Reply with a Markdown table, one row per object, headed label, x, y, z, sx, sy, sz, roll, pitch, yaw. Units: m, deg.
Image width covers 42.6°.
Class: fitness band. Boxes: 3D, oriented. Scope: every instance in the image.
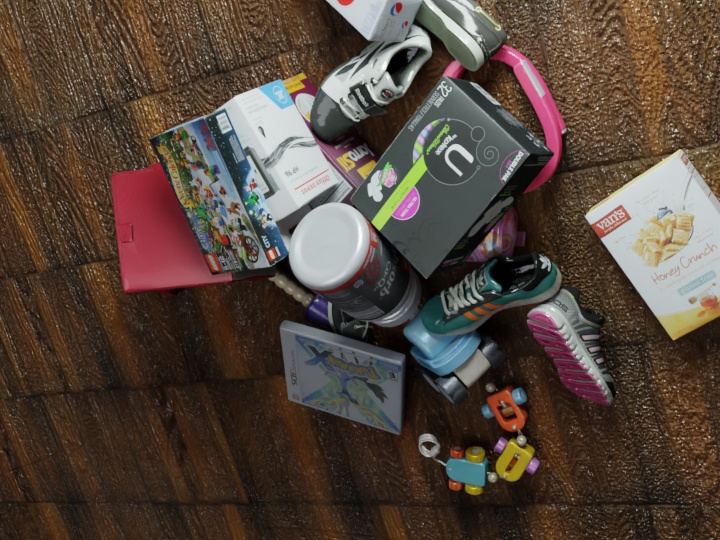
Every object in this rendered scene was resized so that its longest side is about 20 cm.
| label | x | y | z | sx | sy | sz | roll | pitch | yaw |
| --- | --- | --- | --- | --- | --- | --- | --- | --- | --- |
| fitness band | 0.185 | -0.198 | 1.214 | 0.143 | 0.037 | 0.202 | -25 | 97 | 37 |

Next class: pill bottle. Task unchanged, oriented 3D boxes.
| label | x | y | z | sx | sy | sz | roll | pitch | yaw |
| --- | --- | --- | --- | --- | --- | --- | --- | --- | --- |
| pill bottle | 0.000 | 0.000 | 1.227 | 0.115 | 0.200 | 0.117 | -11 | 65 | 25 |

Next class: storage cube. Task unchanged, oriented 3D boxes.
| label | x | y | z | sx | sy | sz | roll | pitch | yaw |
| --- | --- | --- | --- | --- | --- | --- | --- | --- | --- |
| storage cube | -0.244 | -0.066 | 1.380 | 0.177 | 0.171 | 0.203 | -5 | 90 | 16 |

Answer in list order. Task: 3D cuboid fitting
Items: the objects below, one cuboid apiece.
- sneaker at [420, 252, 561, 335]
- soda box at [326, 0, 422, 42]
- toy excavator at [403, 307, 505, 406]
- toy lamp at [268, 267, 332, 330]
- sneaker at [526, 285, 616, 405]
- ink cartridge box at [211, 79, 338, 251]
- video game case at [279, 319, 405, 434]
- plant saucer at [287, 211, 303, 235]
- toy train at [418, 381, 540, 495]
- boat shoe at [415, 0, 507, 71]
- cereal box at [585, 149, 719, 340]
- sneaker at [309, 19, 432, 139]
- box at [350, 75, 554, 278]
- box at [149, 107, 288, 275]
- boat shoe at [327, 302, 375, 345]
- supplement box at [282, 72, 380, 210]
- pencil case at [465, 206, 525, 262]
| label | x | y | z | sx | sy | sz | roll | pitch | yaw |
| --- | --- | --- | --- | --- | --- | --- | --- | --- | --- |
| sneaker | 0.160 | 0.023 | 1.216 | 0.198 | 0.080 | 0.072 | -24 | 57 | 20 |
| soda box | -0.013 | -0.375 | 1.186 | 0.200 | 0.068 | 0.064 | 50 | 129 | 28 |
| toy excavator | 0.090 | 0.072 | 1.325 | 0.100 | 0.194 | 0.201 | -41 | 104 | -7 |
| toy lamp | -0.113 | 0.022 | 1.460 | 0.199 | 0.058 | 0.059 | 37 | 124 | 11 |
| sneaker | 0.302 | 0.099 | 1.254 | 0.073 | 0.088 | 0.201 | 3 | 137 | 54 |
| ink cartridge box | -0.104 | -0.137 | 1.214 | 0.067 | 0.116 | 0.201 | -26 | 98 | 34 |
| video game case | -0.026 | 0.167 | 1.429 | 0.197 | 0.022 | 0.184 | 15 | 138 | 15 |
| plant saucer | -0.110 | -0.106 | 1.332 | 0.032 | 0.200 | 0.201 | -38 | 90 | 10 |
| toy train | 0.191 | 0.251 | 1.394 | 0.199 | 0.056 | 0.151 | -35 | 91 | 32 |
| boat shoe | 0.104 | -0.343 | 1.180 | 0.060 | 0.072 | 0.202 | -38 | 75 | -8 |
| cereal box | 0.398 | -0.030 | 1.164 | 0.143 | 0.039 | 0.201 | -37 | 91 | 35 |
| sneaker | 0.013 | -0.242 | 1.210 | 0.200 | 0.089 | 0.074 | -44 | 122 | 13 |
| box | 0.114 | -0.116 | 1.160 | 0.149 | 0.124 | 0.201 | 45 | 112 | 15 |
| box | -0.184 | -0.096 | 1.193 | 0.136 | 0.038 | 0.202 | -8 | 110 | 47 |
| boat shoe | -0.005 | 0.087 | 1.415 | 0.067 | 0.072 | 0.202 | 16 | 127 | 31 |
| supplement box | -0.064 | -0.172 | 1.315 | 0.200 | 0.110 | 0.086 | 47 | 124 | 3 |
| pencil case | 0.124 | -0.054 | 1.281 | 0.198 | 0.087 | 0.089 | 3 | 113 | 27 |
